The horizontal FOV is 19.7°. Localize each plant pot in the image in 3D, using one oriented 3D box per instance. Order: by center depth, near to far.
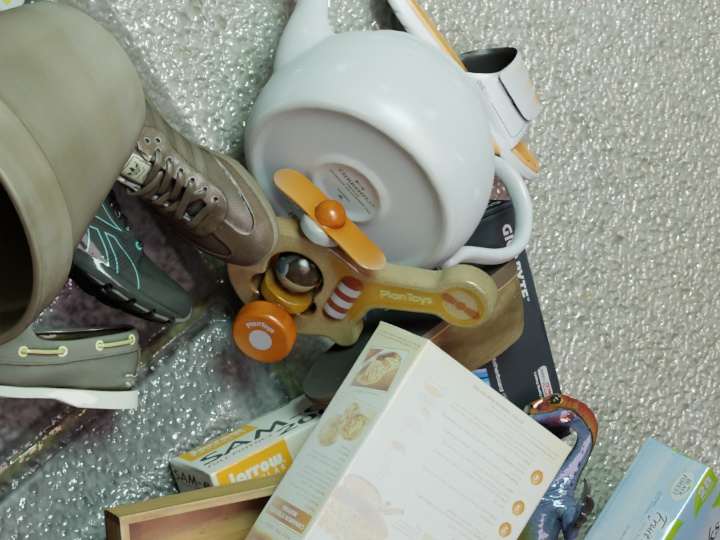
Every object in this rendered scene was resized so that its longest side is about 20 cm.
[{"bbox_3d":[-0.232,-0.079,1.315,0.174,0.199,0.201,-47,117,-43],"label":"plant pot"}]

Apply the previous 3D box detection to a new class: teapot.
[{"bbox_3d":[0.024,-0.100,1.515,0.146,0.196,0.201,-56,152,-39],"label":"teapot"}]

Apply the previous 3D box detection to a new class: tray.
[{"bbox_3d":[-0.079,0.200,1.471,0.199,0.037,0.099,-9,100,-25],"label":"tray"}]

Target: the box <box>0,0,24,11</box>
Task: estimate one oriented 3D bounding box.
[{"bbox_3d":[-0.318,-0.132,1.374,0.082,0.049,0.200,45,73,-26],"label":"box"}]

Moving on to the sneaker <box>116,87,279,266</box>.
[{"bbox_3d":[-0.145,-0.068,1.437,0.200,0.076,0.070,43,116,-2],"label":"sneaker"}]

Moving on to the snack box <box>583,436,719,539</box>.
[{"bbox_3d":[0.239,0.256,1.684,0.169,0.067,0.200,-56,144,-14],"label":"snack box"}]

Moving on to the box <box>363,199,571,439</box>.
[{"bbox_3d":[0.070,0.063,1.623,0.158,0.046,0.201,-22,105,-27],"label":"box"}]

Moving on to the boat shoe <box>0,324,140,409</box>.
[{"bbox_3d":[-0.241,0.059,1.428,0.201,0.072,0.061,8,89,-37],"label":"boat shoe"}]

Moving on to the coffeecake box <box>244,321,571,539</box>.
[{"bbox_3d":[0.030,0.164,1.458,0.153,0.073,0.201,37,81,-29],"label":"coffeecake box"}]

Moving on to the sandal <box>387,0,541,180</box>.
[{"bbox_3d":[0.092,-0.157,1.590,0.059,0.079,0.207,-34,113,10],"label":"sandal"}]

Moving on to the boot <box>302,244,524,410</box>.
[{"bbox_3d":[0.047,0.061,1.547,0.200,0.073,0.076,-32,119,-25],"label":"boot"}]

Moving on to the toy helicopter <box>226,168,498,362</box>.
[{"bbox_3d":[0.000,0.000,1.481,0.079,0.199,0.133,-65,157,-51],"label":"toy helicopter"}]

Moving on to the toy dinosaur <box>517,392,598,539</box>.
[{"bbox_3d":[0.128,0.190,1.636,0.105,0.200,0.182,32,74,13],"label":"toy dinosaur"}]

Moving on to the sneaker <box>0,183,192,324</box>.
[{"bbox_3d":[-0.188,-0.032,1.447,0.200,0.075,0.080,36,74,-28],"label":"sneaker"}]

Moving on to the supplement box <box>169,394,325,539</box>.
[{"bbox_3d":[-0.046,0.210,1.553,0.126,0.073,0.201,-26,107,-25],"label":"supplement box"}]
